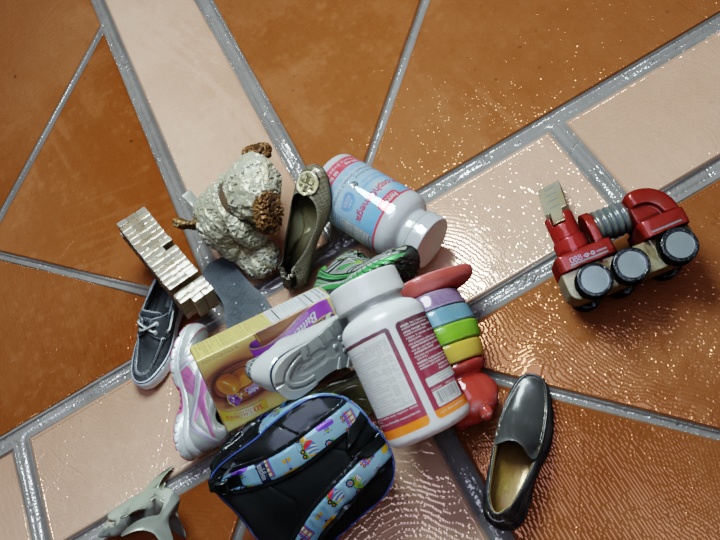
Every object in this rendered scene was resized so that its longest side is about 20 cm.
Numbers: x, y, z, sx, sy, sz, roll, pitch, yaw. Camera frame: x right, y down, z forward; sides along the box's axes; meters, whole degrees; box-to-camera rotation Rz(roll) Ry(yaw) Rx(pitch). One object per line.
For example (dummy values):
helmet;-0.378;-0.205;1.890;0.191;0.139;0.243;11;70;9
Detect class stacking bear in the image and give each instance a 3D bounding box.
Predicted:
stacking bear;0.120;0.110;0.873;0.121;0.113;0.201;-39;66;46

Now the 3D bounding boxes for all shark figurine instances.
shark figurine;-0.266;0.338;0.884;0.128;0.214;0.090;-40;100;-36

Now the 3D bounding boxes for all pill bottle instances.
pill bottle;0.044;0.102;0.792;0.109;0.110;0.201;-25;81;3
pill bottle;0.028;-0.088;0.987;0.199;0.109;0.109;33;78;25

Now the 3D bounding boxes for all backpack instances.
backpack;-0.063;0.243;0.821;0.200;0.135;0.183;-40;96;2

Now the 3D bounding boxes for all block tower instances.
block tower;-0.303;-0.013;1.012;0.054;0.058;0.200;-37;68;-20

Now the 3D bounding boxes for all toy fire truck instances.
toy fire truck;0.332;-0.063;0.897;0.175;0.129;0.201;-22;72;5

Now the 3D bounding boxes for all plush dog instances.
plush dog;-0.184;-0.108;0.999;0.172;0.160;0.201;-41;54;37

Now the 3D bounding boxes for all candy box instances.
candy box;-0.118;0.119;0.897;0.199;0.117;0.056;-25;23;-17

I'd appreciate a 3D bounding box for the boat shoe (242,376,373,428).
boat shoe;-0.071;0.202;0.917;0.200;0.063;0.074;-26;98;9

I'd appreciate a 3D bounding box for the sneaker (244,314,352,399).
sneaker;-0.057;0.098;0.854;0.080;0.199;0.077;1;106;46

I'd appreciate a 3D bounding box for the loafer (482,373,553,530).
loafer;0.201;0.221;0.818;0.072;0.072;0.201;8;68;20

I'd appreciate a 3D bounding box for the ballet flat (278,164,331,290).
ballet flat;-0.090;-0.061;0.982;0.067;0.046;0.201;29;116;31

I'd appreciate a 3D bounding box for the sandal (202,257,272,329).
sandal;-0.184;0.055;1.026;0.076;0.043;0.201;-30;52;-7

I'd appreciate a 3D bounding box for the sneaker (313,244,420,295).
sneaker;0.000;0.000;0.942;0.199;0.078;0.086;-21;55;37

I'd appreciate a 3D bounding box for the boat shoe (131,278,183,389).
boat shoe;-0.323;0.084;1.031;0.071;0.068;0.201;9;69;19

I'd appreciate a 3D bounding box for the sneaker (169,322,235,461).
sneaker;-0.224;0.173;0.963;0.088;0.081;0.202;-12;72;8
